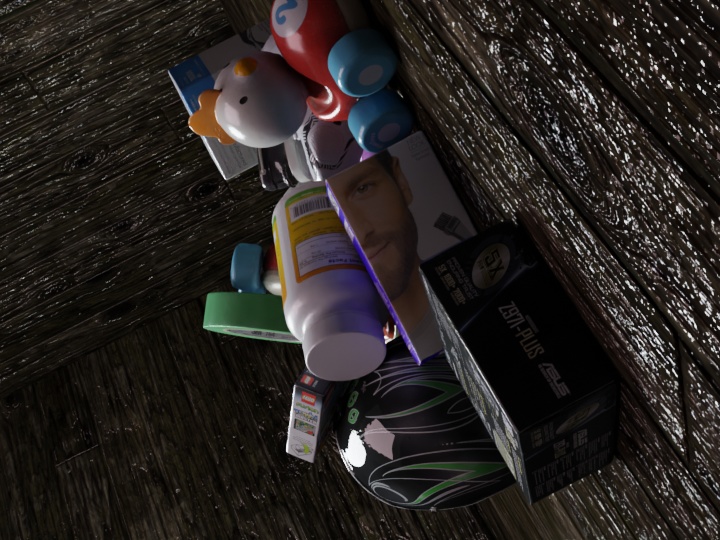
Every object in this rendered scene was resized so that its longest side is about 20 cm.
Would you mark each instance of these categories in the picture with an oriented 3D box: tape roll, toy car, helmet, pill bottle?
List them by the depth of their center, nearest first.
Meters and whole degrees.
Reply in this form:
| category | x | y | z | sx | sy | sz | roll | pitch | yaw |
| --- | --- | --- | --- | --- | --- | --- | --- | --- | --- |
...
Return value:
| category | x | y | z | sx | sy | sz | roll | pitch | yaw |
| --- | --- | --- | --- | --- | --- | --- | --- | --- | --- |
| toy car | -0.081 | -0.191 | 1.147 | 0.184 | 0.200 | 0.177 | 60 | 176 | 32 |
| pill bottle | -0.028 | 0.011 | 1.224 | 0.111 | 0.111 | 0.200 | 66 | -170 | -49 |
| helmet | 0.089 | 0.152 | 1.229 | 0.200 | 0.191 | 0.200 | 24 | -131 | -32 |
| tape roll | -0.107 | 0.066 | 1.562 | 0.200 | 0.200 | 0.048 | 85 | -168 | -82 |
| toy car | -0.068 | -0.058 | 1.601 | 0.177 | 0.184 | 0.200 | 86 | -170 | -82 |

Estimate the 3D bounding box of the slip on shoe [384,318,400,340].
| category | x | y | z | sx | sy | sz | roll | pitch | yaw |
| --- | --- | --- | --- | --- | --- | --- | --- | --- | --- |
| slip on shoe | 0.000 | 0.000 | 1.377 | 0.200 | 0.061 | 0.074 | 64 | 178 | -26 |

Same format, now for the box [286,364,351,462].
| category | x | y | z | sx | sy | sz | roll | pitch | yaw |
| --- | --- | --- | --- | --- | --- | --- | --- | --- | --- |
| box | -0.022 | 0.104 | 1.294 | 0.200 | 0.035 | 0.110 | -58 | -17 | -45 |

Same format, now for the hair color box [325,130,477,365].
| category | x | y | z | sx | sy | sz | roll | pitch | yaw |
| --- | --- | --- | --- | --- | --- | --- | --- | --- | --- |
| hair color box | 0.058 | -0.021 | 1.143 | 0.200 | 0.109 | 0.065 | 62 | 176 | 8 |

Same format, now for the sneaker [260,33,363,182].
| category | x | y | z | sx | sy | sz | roll | pitch | yaw |
| --- | --- | --- | --- | --- | --- | --- | --- | --- | --- |
| sneaker | -0.060 | -0.193 | 1.342 | 0.115 | 0.075 | 0.200 | 18 | 120 | 49 |

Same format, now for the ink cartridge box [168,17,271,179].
| category | x | y | z | sx | sy | sz | roll | pitch | yaw |
| --- | --- | --- | --- | --- | --- | --- | --- | --- | --- |
| ink cartridge box | -0.125 | -0.233 | 1.524 | 0.145 | 0.200 | 0.084 | 65 | 174 | -33 |

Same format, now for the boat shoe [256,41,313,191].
| category | x | y | z | sx | sy | sz | roll | pitch | yaw |
| --- | --- | --- | --- | --- | --- | --- | --- | --- | --- |
| boat shoe | -0.104 | -0.188 | 1.411 | 0.074 | 0.060 | 0.200 | 34 | -140 | -64 |

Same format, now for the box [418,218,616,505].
| category | x | y | z | sx | sy | sz | roll | pitch | yaw |
| --- | --- | --- | --- | --- | --- | --- | --- | --- | --- |
| box | 0.133 | 0.080 | 0.970 | 0.164 | 0.086 | 0.200 | 61 | 177 | 29 |

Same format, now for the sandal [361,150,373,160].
| category | x | y | z | sx | sy | sz | roll | pitch | yaw |
| --- | --- | --- | --- | --- | --- | --- | --- | --- | --- |
| sandal | -0.008 | -0.130 | 1.401 | 0.203 | 0.050 | 0.083 | 144 | 114 | -68 |

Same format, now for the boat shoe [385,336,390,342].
| category | x | y | z | sx | sy | sz | roll | pitch | yaw |
| --- | --- | --- | --- | --- | --- | --- | --- | --- | --- |
| boat shoe | 0.070 | 0.078 | 1.481 | 0.200 | 0.072 | 0.068 | -7 | 88 | 51 |
